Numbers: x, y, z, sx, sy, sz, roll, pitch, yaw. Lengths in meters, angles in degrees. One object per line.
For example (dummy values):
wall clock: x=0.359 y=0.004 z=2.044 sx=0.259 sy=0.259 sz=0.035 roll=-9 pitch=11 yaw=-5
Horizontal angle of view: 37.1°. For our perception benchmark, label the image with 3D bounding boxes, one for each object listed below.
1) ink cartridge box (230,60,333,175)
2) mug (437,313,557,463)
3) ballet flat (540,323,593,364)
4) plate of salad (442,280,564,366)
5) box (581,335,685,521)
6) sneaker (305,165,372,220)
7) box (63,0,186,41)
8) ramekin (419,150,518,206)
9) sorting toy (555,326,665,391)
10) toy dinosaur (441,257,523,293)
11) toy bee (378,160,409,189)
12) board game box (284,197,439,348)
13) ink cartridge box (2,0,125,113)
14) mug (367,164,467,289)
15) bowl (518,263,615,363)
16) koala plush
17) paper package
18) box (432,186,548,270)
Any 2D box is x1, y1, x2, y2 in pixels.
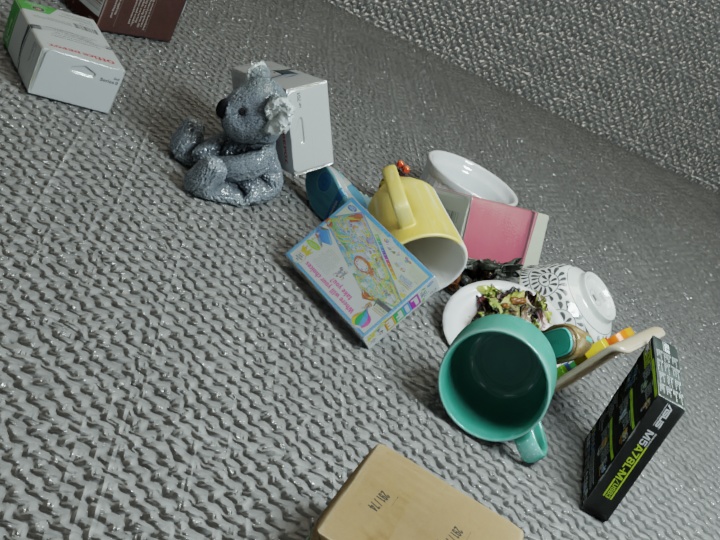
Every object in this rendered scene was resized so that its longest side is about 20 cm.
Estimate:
ink cartridge box: x=-0.135 y=-0.262 z=1.820 sx=0.085 sy=0.148 sz=0.199 roll=-19 pitch=29 yaw=-30
mug: x=0.187 y=0.152 z=1.442 sx=0.150 sy=0.187 sz=0.114 roll=8 pitch=16 yaw=15
ballet flat: x=0.249 y=0.113 z=1.527 sx=0.072 sy=0.199 sz=0.069 roll=6 pitch=72 yaw=-40
plate of salad: x=0.225 y=0.084 z=1.643 sx=0.198 sy=0.048 sz=0.201 roll=5 pitch=47 yaw=-5
box: x=0.363 y=0.208 z=1.440 sx=0.047 sy=0.194 sz=0.200 roll=30 pitch=22 yaw=2
sneaker: x=-0.002 y=-0.108 z=1.828 sx=0.130 sy=0.080 sz=0.201 roll=-3 pitch=48 yaw=-48
box: x=-0.471 y=-0.579 z=2.148 sx=0.164 sy=0.167 sz=0.199 roll=41 pitch=25 yaw=29
ramekin: x=0.200 y=-0.143 z=2.105 sx=0.199 sy=0.098 sz=0.201 roll=25 pitch=23 yaw=-11
sorting toy: x=0.330 y=0.135 z=1.567 sx=0.184 sy=0.199 sz=0.037 roll=-10 pitch=70 yaw=-56
toy dinosaur: x=0.188 y=0.020 z=1.791 sx=0.135 sy=0.103 sz=0.199 roll=17 pitch=28 yaw=31
toy bee: x=0.076 y=-0.142 z=1.949 sx=0.131 sy=0.109 sz=0.200 roll=37 pitch=24 yaw=15
board game box: x=0.000 y=0.000 z=1.540 sx=0.200 sy=0.134 sz=0.034 roll=46 pitch=-9 yaw=34
ink cartridge box: x=-0.491 y=-0.354 z=1.763 sx=0.145 sy=0.085 sz=0.200 roll=10 pitch=29 yaw=-37
mug: x=0.083 y=-0.075 z=1.666 sx=0.148 sy=0.187 sz=0.154 roll=2 pitch=50 yaw=-20
bowl: x=0.357 y=0.063 z=1.761 sx=0.200 sy=0.094 sz=0.202 roll=34 pitch=39 yaw=-34
koala plush: x=-0.177 y=-0.221 z=1.698 sx=0.182 sy=0.201 sz=0.178 roll=14 pitch=26 yaw=-31
paper package: x=0.043 y=0.285 z=1.029 sx=0.190 sy=0.104 sz=0.200 roll=30 pitch=23 yaw=7
box: x=0.218 y=-0.073 z=1.918 sx=0.199 sy=0.110 sz=0.127 roll=9 pitch=6 yaw=-38
